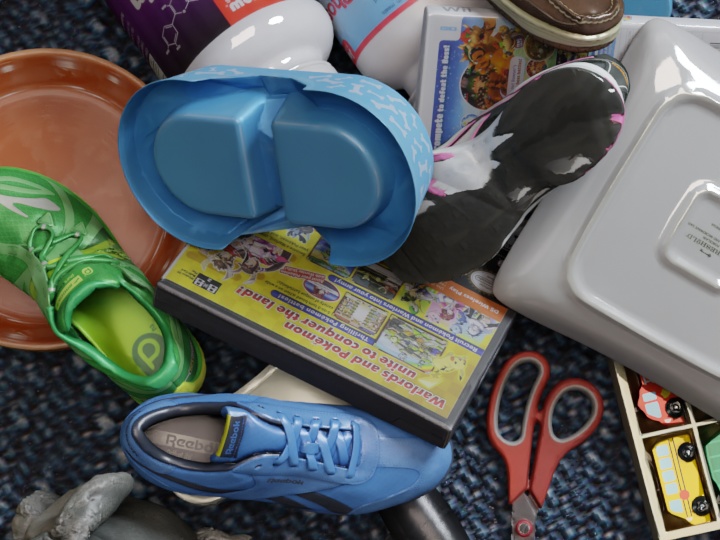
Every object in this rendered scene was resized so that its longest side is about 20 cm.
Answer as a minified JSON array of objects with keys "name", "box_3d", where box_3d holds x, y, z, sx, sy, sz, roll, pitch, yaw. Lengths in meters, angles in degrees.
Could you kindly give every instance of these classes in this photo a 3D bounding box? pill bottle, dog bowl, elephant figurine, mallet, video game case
[{"name":"pill bottle","box_3d":[0.023,-0.190,1.210,0.109,0.109,0.200,-33,81,-5]},{"name":"dog bowl","box_3d":[-0.047,-0.068,1.102,0.200,0.050,0.112,7,121,27]},{"name":"elephant figurine","box_3d":[-0.166,0.189,1.096,0.141,0.200,0.155,28,81,5]},{"name":"mallet","box_3d":[-0.017,0.214,1.177,0.200,0.041,0.066,-42,79,-3]},{"name":"pill bottle","box_3d":[-0.093,-0.169,1.192,0.112,0.112,0.200,-34,73,-5]},{"name":"video game case","box_3d":[0.000,0.000,1.168,0.200,0.026,0.181,26,49,8]},{"name":"video game case","box_3d":[0.133,-0.090,1.160,0.200,0.018,0.143,2,115,-6]}]

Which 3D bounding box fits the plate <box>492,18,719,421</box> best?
[{"name":"plate","box_3d":[0.213,-0.022,1.141,0.199,0.032,0.200,29,98,-8]}]

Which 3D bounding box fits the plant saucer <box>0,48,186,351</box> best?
[{"name":"plant saucer","box_3d":[-0.206,-0.045,1.224,0.200,0.032,0.200,0,81,1]}]

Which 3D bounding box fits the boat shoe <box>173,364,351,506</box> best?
[{"name":"boat shoe","box_3d":[-0.032,0.087,1.185,0.200,0.062,0.073,-30,77,-4]}]

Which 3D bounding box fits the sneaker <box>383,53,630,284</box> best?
[{"name":"sneaker","box_3d":[0.087,-0.062,1.119,0.200,0.086,0.080,-29,97,32]}]

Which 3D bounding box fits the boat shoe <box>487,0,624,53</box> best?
[{"name":"boat shoe","box_3d":[0.091,-0.219,1.121,0.075,0.075,0.202,-23,61,-25]}]

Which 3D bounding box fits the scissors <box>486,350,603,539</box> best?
[{"name":"scissors","box_3d":[0.099,0.152,1.198,0.073,0.014,0.200,18,81,1]}]

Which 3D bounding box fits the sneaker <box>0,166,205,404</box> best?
[{"name":"sneaker","box_3d":[-0.173,0.003,1.158,0.200,0.084,0.074,42,83,7]}]

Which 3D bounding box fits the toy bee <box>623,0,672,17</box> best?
[{"name":"toy bee","box_3d":[0.154,-0.161,1.206,0.109,0.131,0.200,-23,91,21]}]

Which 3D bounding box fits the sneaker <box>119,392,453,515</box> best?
[{"name":"sneaker","box_3d":[-0.043,0.108,1.110,0.200,0.078,0.066,4,79,-2]}]

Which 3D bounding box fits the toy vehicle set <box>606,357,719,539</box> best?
[{"name":"toy vehicle set","box_3d":[0.226,0.065,1.204,0.124,0.027,0.200,-13,80,-2]}]
